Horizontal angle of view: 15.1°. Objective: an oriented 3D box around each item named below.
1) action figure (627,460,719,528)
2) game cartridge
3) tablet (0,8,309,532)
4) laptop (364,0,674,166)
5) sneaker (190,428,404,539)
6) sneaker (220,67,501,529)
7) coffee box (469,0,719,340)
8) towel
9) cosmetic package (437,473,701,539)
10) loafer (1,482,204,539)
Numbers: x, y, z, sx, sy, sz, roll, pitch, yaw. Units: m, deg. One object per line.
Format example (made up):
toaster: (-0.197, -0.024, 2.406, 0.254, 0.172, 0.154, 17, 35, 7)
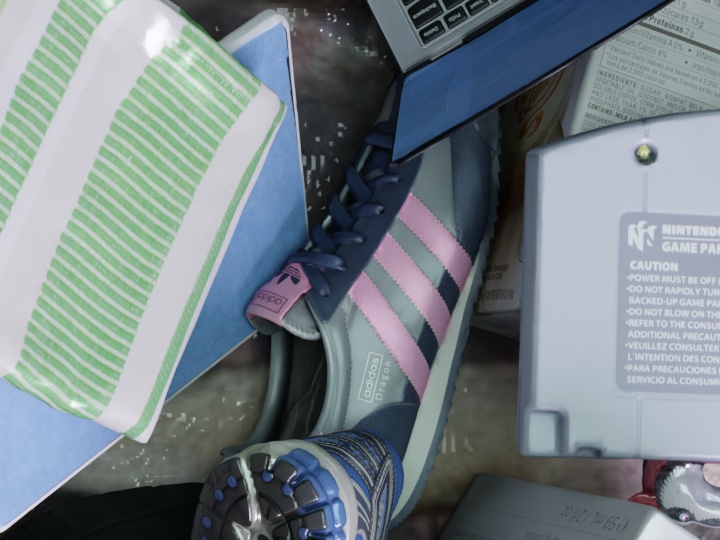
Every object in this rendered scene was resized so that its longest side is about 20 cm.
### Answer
action figure: (0.168, 0.027, 1.087, 0.200, 0.134, 0.149, -45, 111, 2)
game cartridge: (0.158, 0.006, 1.018, 0.199, 0.041, 0.134, 3, 92, -8)
tablet: (-0.085, -0.002, 1.015, 0.200, 0.014, 0.131, -38, 134, -41)
laptop: (0.067, -0.153, 0.991, 0.187, 0.116, 0.201, -30, 69, 12)
sneaker: (-0.026, 0.144, 1.045, 0.077, 0.201, 0.085, 36, 35, 23)
sneaker: (0.000, 0.000, 1.076, 0.082, 0.070, 0.201, 14, 84, -31)
coffee box: (0.109, -0.067, 1.092, 0.079, 0.114, 0.201, 18, 83, -13)
towel: (-0.106, -0.040, 0.934, 0.200, 0.023, 0.153, 39, 69, -51)
cosmetic package: (0.069, 0.196, 1.032, 0.123, 0.199, 0.201, 33, 80, -13)
loafer: (-0.127, 0.150, 1.057, 0.199, 0.073, 0.073, -26, 135, -21)
